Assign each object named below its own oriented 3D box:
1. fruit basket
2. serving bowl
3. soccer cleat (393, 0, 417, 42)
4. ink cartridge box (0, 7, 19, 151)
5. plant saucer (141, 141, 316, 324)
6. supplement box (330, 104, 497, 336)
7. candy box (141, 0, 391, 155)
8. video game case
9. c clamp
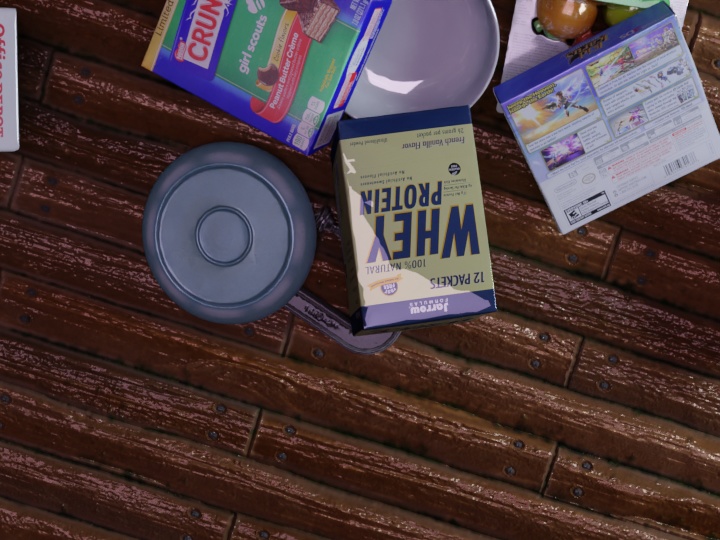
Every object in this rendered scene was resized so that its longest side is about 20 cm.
[{"bbox_3d":[0.251,-0.255,1.449,0.182,0.094,0.203,8,113,-1],"label":"fruit basket"},{"bbox_3d":[0.045,-0.247,1.398,0.197,0.066,0.203,3,119,5],"label":"serving bowl"},{"bbox_3d":[0.015,-0.324,1.433,0.200,0.070,0.086,42,95,-6],"label":"soccer cleat"},{"bbox_3d":[-0.456,-0.197,1.383,0.197,0.144,0.148,-1,99,-21],"label":"ink cartridge box"},{"bbox_3d":[-0.147,-0.039,1.479,0.197,0.027,0.203,1,97,7],"label":"plant saucer"},{"bbox_3d":[0.048,-0.043,1.378,0.132,0.200,0.203,-7,86,-4],"label":"supplement box"},{"bbox_3d":[-0.094,-0.238,1.340,0.198,0.077,0.171,29,109,11],"label":"candy box"},{"bbox_3d":[0.264,-0.158,1.426,0.198,0.046,0.182,-26,123,8],"label":"video game case"},{"bbox_3d":[0.000,0.000,1.502,0.198,0.027,0.172,27,101,-5],"label":"c clamp"}]
